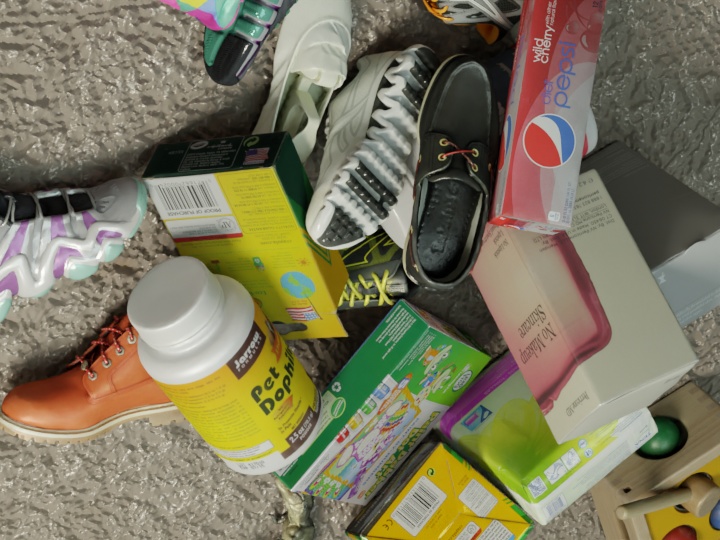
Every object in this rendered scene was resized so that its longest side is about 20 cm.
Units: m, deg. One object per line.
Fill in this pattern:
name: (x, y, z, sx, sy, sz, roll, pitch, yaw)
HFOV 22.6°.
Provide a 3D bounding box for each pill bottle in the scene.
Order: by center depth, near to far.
pill bottle: (-0.118, 0.080, 1.543, 0.109, 0.109, 0.200, -38, 132, -4)
pill bottle: (0.100, -0.108, 1.608, 0.199, 0.120, 0.120, -33, 129, -9)

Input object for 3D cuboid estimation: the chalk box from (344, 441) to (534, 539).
chalk box: (0.071, 0.253, 1.774, 0.124, 0.200, 0.125, 41, 82, 0)

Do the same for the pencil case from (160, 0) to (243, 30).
pencil case: (-0.172, -0.254, 1.385, 0.199, 0.088, 0.089, 18, 108, -38)

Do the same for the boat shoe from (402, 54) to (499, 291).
boat shoe: (0.081, -0.082, 1.515, 0.073, 0.063, 0.203, 10, 90, -11)

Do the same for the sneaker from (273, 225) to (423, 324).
sneaker: (0.000, 0.000, 1.639, 0.199, 0.085, 0.075, -25, 127, -15)

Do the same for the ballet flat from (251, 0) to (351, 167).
ballet flat: (-0.045, -0.153, 1.534, 0.069, 0.069, 0.201, 8, 113, -33)

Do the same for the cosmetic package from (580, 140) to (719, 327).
cosmetic package: (0.264, -0.033, 1.696, 0.106, 0.200, 0.091, -28, 128, -12)

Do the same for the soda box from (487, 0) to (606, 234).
soda box: (0.157, -0.135, 1.522, 0.063, 0.070, 0.202, 9, 85, -5)

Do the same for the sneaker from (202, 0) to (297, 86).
sneaker: (-0.058, -0.238, 1.472, 0.087, 0.074, 0.201, 8, 113, -40)

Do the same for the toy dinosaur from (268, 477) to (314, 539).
toy dinosaur: (-0.079, 0.294, 1.799, 0.088, 0.047, 0.201, -23, 130, -25)

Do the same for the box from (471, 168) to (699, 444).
box: (0.194, 0.034, 1.616, 0.108, 0.201, 0.128, -21, 164, -19)

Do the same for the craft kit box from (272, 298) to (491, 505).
craft kit box: (0.021, 0.130, 1.704, 0.200, 0.048, 0.197, -50, 160, 6)

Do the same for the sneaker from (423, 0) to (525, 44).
sneaker: (0.077, -0.252, 1.539, 0.199, 0.078, 0.077, 19, 112, -37)

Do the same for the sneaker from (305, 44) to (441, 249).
sneaker: (0.000, -0.105, 1.538, 0.075, 0.081, 0.201, 52, 57, -45)

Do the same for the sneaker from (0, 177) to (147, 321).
sneaker: (-0.278, -0.047, 1.455, 0.199, 0.078, 0.140, -34, 130, -8)

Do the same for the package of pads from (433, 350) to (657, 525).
package of pads: (0.178, 0.148, 1.749, 0.154, 0.200, 0.068, -38, 118, -11)

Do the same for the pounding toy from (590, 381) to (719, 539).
pounding toy: (0.335, 0.239, 1.938, 0.183, 0.142, 0.201, -31, 129, -11)

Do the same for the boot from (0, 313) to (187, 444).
boot: (-0.227, 0.086, 1.575, 0.199, 0.075, 0.108, -12, 121, -33)

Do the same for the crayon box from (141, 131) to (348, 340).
crayon box: (-0.092, -0.024, 1.550, 0.126, 0.051, 0.201, -3, 132, 22)
